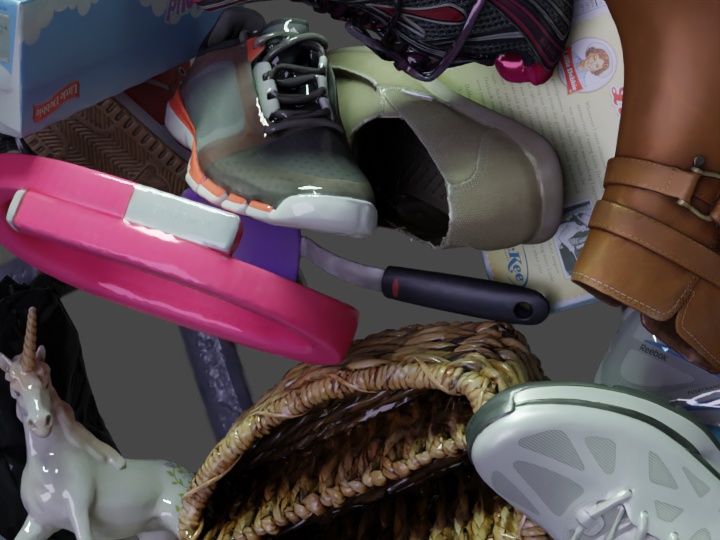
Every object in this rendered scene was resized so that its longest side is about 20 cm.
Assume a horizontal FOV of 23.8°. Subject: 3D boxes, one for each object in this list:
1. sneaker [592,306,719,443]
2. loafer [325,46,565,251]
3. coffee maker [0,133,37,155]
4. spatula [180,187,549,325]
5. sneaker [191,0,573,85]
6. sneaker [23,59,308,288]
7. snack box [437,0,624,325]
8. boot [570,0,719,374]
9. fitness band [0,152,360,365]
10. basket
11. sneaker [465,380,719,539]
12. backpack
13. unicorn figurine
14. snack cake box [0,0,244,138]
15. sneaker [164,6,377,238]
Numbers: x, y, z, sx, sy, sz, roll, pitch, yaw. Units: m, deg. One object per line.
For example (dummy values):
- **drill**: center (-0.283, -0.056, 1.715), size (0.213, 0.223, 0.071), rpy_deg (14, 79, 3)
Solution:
- **sneaker**: center (0.204, 0.065, 0.804), size (0.198, 0.075, 0.087), rpy_deg (17, 85, 15)
- **loafer**: center (0.013, -0.062, 0.845), size (0.199, 0.068, 0.076), rpy_deg (24, 119, 45)
- **coffee maker**: center (-0.249, -0.121, 0.913), size (0.134, 0.200, 0.194), rpy_deg (-20, 86, 29)
- **spatula**: center (0.000, 0.000, 0.863), size (0.198, 0.021, 0.057), rpy_deg (14, 120, 20)
- **sneaker**: center (0.016, -0.123, 0.766), size (0.080, 0.198, 0.075), rpy_deg (25, 112, 60)
- **sneaker**: center (-0.098, -0.055, 0.937), size (0.071, 0.113, 0.200), rpy_deg (-37, 110, 20)
- **snack box**: center (0.100, -0.084, 0.851), size (0.115, 0.037, 0.202), rpy_deg (-16, 88, 26)
- **boot**: center (0.133, -0.062, 0.770), size (0.199, 0.077, 0.156), rpy_deg (36, 86, -21)
- **fitness band**: center (-0.095, -0.002, 0.823), size (0.199, 0.144, 0.038), rpy_deg (18, 76, 15)
- **basket**: center (0.003, 0.122, 0.837), size (0.199, 0.149, 0.143), rpy_deg (-24, 104, 25)
- **sneaker**: center (0.133, 0.127, 0.716), size (0.199, 0.116, 0.076), rpy_deg (27, 126, -14)
- **backpack**: center (-0.249, 0.102, 0.980), size (0.199, 0.126, 0.168), rpy_deg (-13, 93, 28)
- **unicorn figurine**: center (-0.136, 0.123, 0.900), size (0.073, 0.200, 0.138), rpy_deg (-18, 62, 24)
- **snack cake box**: center (-0.154, -0.137, 0.850), size (0.114, 0.200, 0.068), rpy_deg (16, 117, 22)
- **sneaker**: center (-0.044, -0.078, 0.812), size (0.200, 0.077, 0.083), rpy_deg (44, 121, 56)
